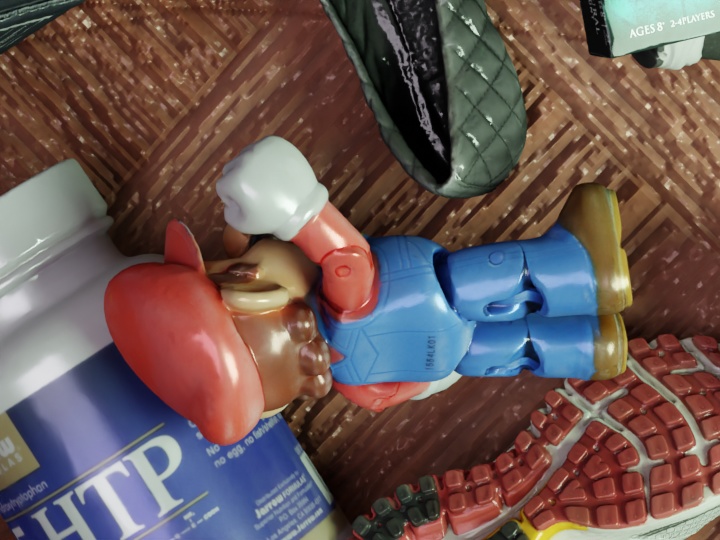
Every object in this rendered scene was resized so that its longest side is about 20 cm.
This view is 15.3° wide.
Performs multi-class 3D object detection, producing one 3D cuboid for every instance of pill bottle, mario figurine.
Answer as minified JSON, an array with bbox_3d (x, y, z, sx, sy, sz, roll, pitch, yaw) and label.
[{"bbox_3d":[-0.101,0.062,1.096,0.119,0.120,0.201,-33,92,21],"label":"pill bottle"},{"bbox_3d":[0.000,0.000,1.031,0.198,0.106,0.124,-5,104,-5],"label":"mario figurine"}]

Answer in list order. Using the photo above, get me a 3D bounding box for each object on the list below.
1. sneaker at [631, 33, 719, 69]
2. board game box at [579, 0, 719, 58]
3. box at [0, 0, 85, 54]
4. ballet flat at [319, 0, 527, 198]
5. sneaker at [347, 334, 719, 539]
[{"bbox_3d":[0.139,-0.176,0.998,0.079,0.074,0.202,0,99,-14],"label":"sneaker"},{"bbox_3d":[0.164,-0.163,0.952,0.199,0.028,0.136,-15,101,-13],"label":"board game box"},{"bbox_3d":[-0.247,-0.101,1.060,0.199,0.198,0.124,-29,94,21],"label":"box"},{"bbox_3d":[0.006,-0.121,1.049,0.066,0.057,0.201,-31,89,24],"label":"ballet flat"},{"bbox_3d":[0.088,0.093,1.075,0.199,0.082,0.078,-27,58,8],"label":"sneaker"}]
